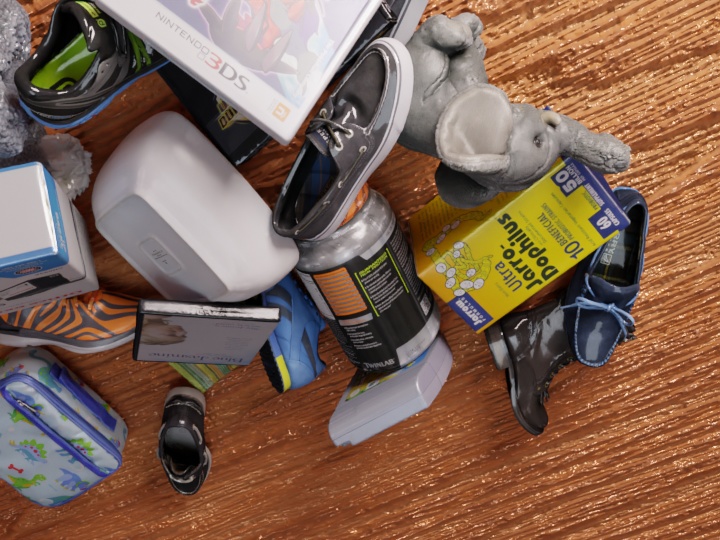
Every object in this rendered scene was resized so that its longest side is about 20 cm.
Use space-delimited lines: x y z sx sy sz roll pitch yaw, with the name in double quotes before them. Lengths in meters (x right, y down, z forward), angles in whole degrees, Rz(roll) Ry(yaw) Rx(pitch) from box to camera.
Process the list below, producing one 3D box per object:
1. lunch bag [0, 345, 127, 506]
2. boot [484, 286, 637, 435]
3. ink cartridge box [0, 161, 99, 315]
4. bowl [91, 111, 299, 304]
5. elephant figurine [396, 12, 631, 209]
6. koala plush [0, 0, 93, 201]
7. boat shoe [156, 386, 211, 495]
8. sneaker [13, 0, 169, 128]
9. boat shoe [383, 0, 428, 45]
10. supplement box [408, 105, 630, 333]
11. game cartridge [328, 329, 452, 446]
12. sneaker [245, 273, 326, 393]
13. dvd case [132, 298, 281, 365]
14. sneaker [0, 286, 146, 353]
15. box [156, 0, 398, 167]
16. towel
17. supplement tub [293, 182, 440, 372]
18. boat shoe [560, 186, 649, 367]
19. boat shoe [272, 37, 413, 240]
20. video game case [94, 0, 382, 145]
"lunch bag" -0.403 0.200 0.972 0.158 0.083 0.201 -28 122 12
"boot" 0.254 0.104 0.942 0.171 0.070 0.203 -21 119 12
"ink cartridge box" -0.339 -0.018 0.719 0.142 0.200 0.086 -15 82 -12
"bowl" -0.176 -0.039 0.759 0.200 0.075 0.198 49 144 -19
"elephant figurine" 0.110 -0.122 0.692 0.140 0.202 0.155 -10 151 -50
"koala plush" -0.351 -0.138 0.723 0.172 0.188 0.202 -2 146 7
"boat shoe" -0.232 0.241 1.010 0.072 0.061 0.203 8 129 -7
"sneaker" -0.196 -0.195 0.624 0.199 0.083 0.071 -43 88 -6
"boat shoe" 0.031 -0.271 0.688 0.066 0.073 0.202 15 129 -14
"supplement box" 0.160 -0.051 0.812 0.199 0.111 0.108 -39 117 22
"game cartridge" 0.042 0.123 0.876 0.131 0.200 0.041 -27 97 16
"sneaker" -0.087 0.038 0.882 0.077 0.066 0.205 -22 113 -24
"dvd case" -0.173 0.071 0.835 0.139 0.018 0.200 4 160 -17
"sneaker" -0.334 0.027 0.860 0.194 0.078 0.114 -3 125 -1
"box" -0.101 -0.233 0.677 0.199 0.050 0.200 -37 97 20
"towel" -0.152 0.072 0.935 0.198 0.018 0.086 -37 119 19
"supplement tub" 0.000 0.000 0.829 0.120 0.124 0.202 -21 121 11
"boat shoe" 0.268 0.011 0.848 0.082 0.069 0.206 4 102 1
"boat shoe" -0.024 -0.109 0.671 0.066 0.070 0.202 -13 144 -51
"video game case" -0.076 -0.234 0.602 0.180 0.023 0.202 34 82 -9
